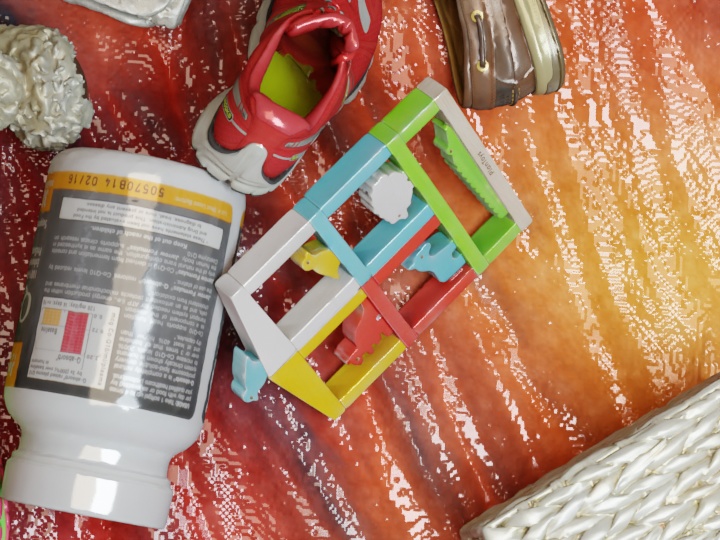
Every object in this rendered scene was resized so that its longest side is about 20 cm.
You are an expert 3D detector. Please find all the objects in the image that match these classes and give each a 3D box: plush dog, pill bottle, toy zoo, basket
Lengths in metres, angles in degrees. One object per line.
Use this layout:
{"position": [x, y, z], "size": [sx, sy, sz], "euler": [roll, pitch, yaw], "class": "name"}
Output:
{"position": [-0.255, -0.122, 1.286], "size": [0.160, 0.172, 0.200], "euler": [-21, 110, 7], "class": "plush dog"}
{"position": [-0.137, 0.039, 1.315], "size": [0.116, 0.116, 0.200], "euler": [12, 83, -3], "class": "pill bottle"}
{"position": [0.000, 0.000, 1.335], "size": [0.200, 0.131, 0.020], "euler": [-45, 45, -7], "class": "toy zoo"}
{"position": [0.165, 0.152, 1.319], "size": [0.200, 0.136, 0.123], "euler": [-31, 85, -7], "class": "basket"}

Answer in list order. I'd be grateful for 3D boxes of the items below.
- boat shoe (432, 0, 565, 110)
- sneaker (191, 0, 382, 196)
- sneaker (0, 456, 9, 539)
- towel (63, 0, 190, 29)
{"position": [0.055, -0.189, 1.376], "size": [0.067, 0.072, 0.200], "euler": [-21, 89, -8], "class": "boat shoe"}
{"position": [-0.023, -0.124, 1.325], "size": [0.077, 0.085, 0.200], "euler": [33, 47, -11], "class": "sneaker"}
{"position": [-0.252, 0.075, 1.325], "size": [0.084, 0.077, 0.200], "euler": [-9, 82, -4], "class": "sneaker"}
{"position": [-0.174, -0.234, 1.382], "size": [0.200, 0.034, 0.133], "euler": [25, 81, -3], "class": "towel"}
